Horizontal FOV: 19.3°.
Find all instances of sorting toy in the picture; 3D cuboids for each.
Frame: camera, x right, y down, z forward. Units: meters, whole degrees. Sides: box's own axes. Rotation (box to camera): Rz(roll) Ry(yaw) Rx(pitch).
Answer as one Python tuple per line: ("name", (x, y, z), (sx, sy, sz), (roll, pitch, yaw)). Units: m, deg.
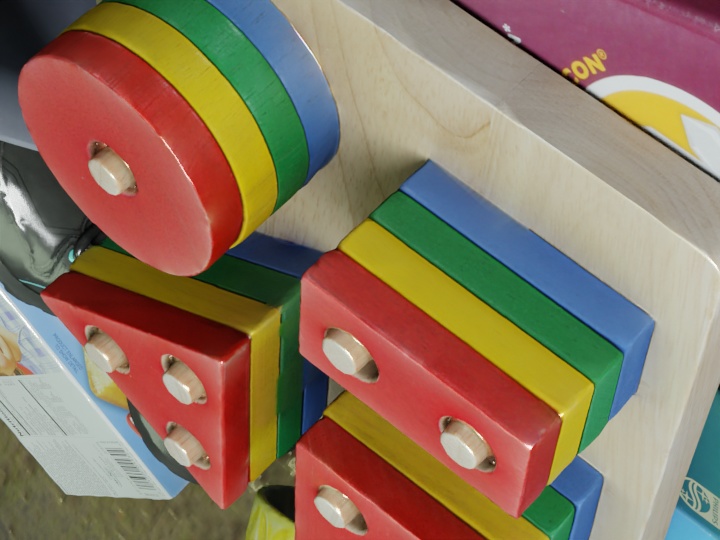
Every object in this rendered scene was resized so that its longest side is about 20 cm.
("sorting toy", (-0.010, 0.010, 0.563), (0.199, 0.070, 0.200), (37, 152, 20))

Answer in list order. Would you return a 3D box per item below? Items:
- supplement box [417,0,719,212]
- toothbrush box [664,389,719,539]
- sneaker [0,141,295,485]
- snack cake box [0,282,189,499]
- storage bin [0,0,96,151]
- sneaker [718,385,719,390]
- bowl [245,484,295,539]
("supplement box", (0.076, -0.057, 0.521), (0.200, 0.086, 0.111), (29, 148, 34))
("toothbrush box", (0.128, 0.148, 0.707), (0.200, 0.085, 0.146), (37, 120, -11))
("sneaker", (-0.089, 0.005, 0.905), (0.079, 0.075, 0.200), (-17, 120, 46))
("snack cake box", (-0.152, 0.013, 0.984), (0.200, 0.067, 0.115), (53, 152, -19))
("storage bin", (-0.086, -0.155, 0.608), (0.134, 0.200, 0.145), (47, -162, 30))
("sneaker", (0.091, 0.062, 0.795), (0.200, 0.075, 0.116), (0, 123, 43))
("bowl", (0.031, 0.176, 0.877), (0.200, 0.108, 0.200), (22, -178, -1))
